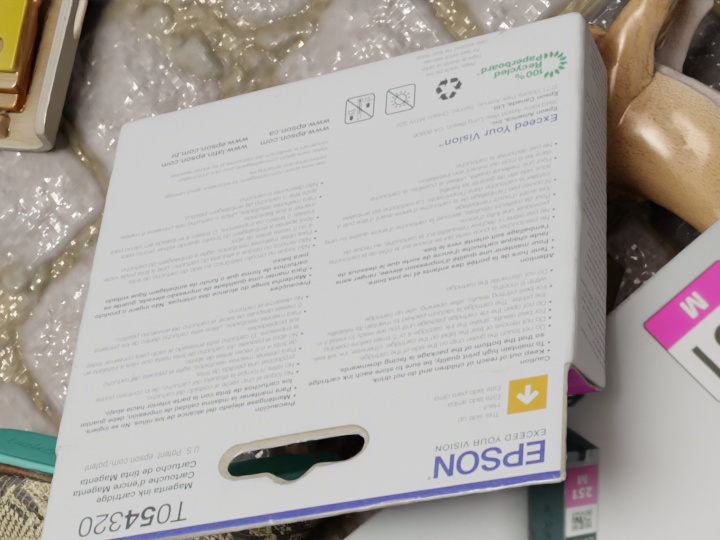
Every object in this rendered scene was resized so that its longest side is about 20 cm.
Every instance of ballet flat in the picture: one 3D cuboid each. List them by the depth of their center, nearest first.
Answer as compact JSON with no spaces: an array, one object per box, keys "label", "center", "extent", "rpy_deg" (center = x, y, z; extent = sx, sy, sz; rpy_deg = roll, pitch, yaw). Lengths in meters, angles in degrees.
[{"label":"ballet flat","center":[-0.087,0.108,0.884],"extent":[0.199,0.068,0.076],"rpy_deg":[1,98,30]}]

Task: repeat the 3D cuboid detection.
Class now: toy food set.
[{"label":"toy food set","center":[-0.211,-0.136,0.995],"extent":[0.199,0.060,0.144],"rpy_deg":[6,79,25]}]

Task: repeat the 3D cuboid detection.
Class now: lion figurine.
[{"label":"lion figurine","center":[0.131,-0.044,0.818],"extent":[0.200,0.072,0.123],"rpy_deg":[33,98,23]}]

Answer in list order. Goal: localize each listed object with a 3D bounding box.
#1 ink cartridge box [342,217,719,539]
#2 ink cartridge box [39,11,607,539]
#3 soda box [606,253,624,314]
[{"label":"ink cartridge box","center":[0.119,0.101,0.726],"extent":[0.200,0.044,0.174],"rpy_deg":[-39,69,-17]},{"label":"ink cartridge box","center":[-0.009,0.012,0.764],"extent":[0.195,0.043,0.201],"rpy_deg":[-11,52,22]},{"label":"soda box","center":[0.000,0.000,0.863],"extent":[0.199,0.068,0.064],"rpy_deg":[14,82,26]}]
